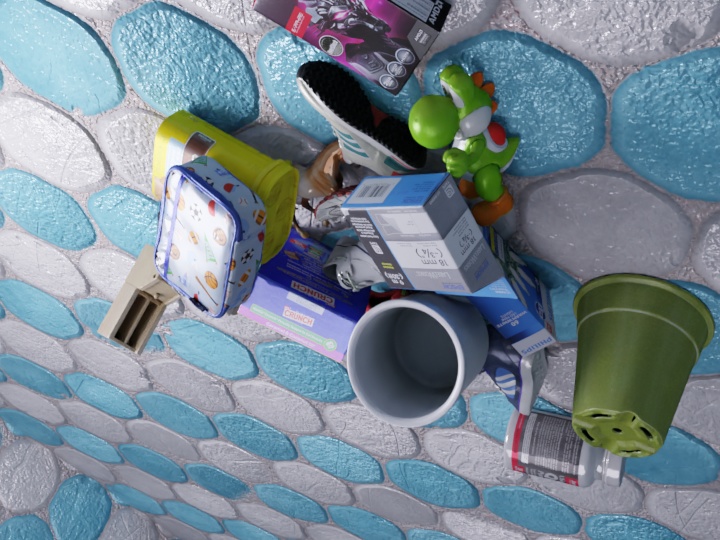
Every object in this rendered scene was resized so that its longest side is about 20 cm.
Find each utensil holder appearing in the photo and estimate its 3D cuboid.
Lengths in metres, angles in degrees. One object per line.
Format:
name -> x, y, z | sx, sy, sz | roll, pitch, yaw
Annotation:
utensil holder -> 0.088, 0.116, 1.358 | 0.167, 0.173, 0.200 | 13, -171, 17

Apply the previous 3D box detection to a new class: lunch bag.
lunch bag -> -0.209, -0.043, 1.279 | 0.159, 0.075, 0.202 | 36, 130, 20

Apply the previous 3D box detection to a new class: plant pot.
plant pot -> 0.368, 0.142, 1.299 | 0.197, 0.192, 0.201 | 16, 147, 11

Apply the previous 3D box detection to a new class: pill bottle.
pill bottle -> 0.352, 0.307, 1.629 | 0.197, 0.112, 0.111 | 9, 146, 23

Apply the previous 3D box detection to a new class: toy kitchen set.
toy kitchen set -> -0.303, 0.086, 1.646 | 0.198, 0.183, 0.163 | 19, 166, 41

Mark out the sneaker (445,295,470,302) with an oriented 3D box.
sneaker -> 0.088, -0.014, 1.379 | 0.198, 0.074, 0.082 | 33, 164, 4

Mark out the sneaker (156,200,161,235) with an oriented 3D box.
sneaker -> -0.246, -0.061, 1.537 | 0.073, 0.083, 0.199 | -32, 142, 22

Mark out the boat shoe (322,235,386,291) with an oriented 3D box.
boat shoe -> 0.000, 0.000, 1.312 | 0.074, 0.067, 0.200 | 44, 172, -14

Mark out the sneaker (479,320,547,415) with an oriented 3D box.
sneaker -> 0.218, 0.147, 1.525 | 0.144, 0.081, 0.201 | 20, 153, 22

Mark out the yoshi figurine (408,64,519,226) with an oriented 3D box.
yoshi figurine -> 0.113, -0.146, 1.127 | 0.111, 0.113, 0.201 | 10, 144, 33

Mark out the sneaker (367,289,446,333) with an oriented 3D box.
sneaker -> 0.081, 0.063, 1.491 | 0.197, 0.078, 0.086 | -1, 131, 31

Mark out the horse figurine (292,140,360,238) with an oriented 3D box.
horse figurine -> -0.063, -0.111, 1.343 | 0.198, 0.050, 0.134 | -2, 129, 44

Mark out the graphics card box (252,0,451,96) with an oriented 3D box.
graphics card box -> -0.013, -0.290, 1.048 | 0.198, 0.051, 0.126 | 29, 148, -9

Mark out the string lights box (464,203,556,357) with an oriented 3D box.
string lights box -> 0.189, 0.016, 1.306 | 0.058, 0.104, 0.200 | -30, 123, 27

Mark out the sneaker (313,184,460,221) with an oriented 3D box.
sneaker -> 0.036, -0.071, 1.246 | 0.196, 0.084, 0.078 | 1, -170, 5

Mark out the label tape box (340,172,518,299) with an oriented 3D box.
label tape box -> 0.085, -0.020, 1.158 | 0.143, 0.064, 0.201 | 3, 135, 48

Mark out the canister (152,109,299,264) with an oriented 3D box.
canister -> -0.193, -0.119, 1.332 | 0.198, 0.086, 0.150 | 30, 132, 18

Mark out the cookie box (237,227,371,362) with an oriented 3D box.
cookie box -> -0.075, 0.029, 1.417 | 0.169, 0.201, 0.076 | 27, 113, -4

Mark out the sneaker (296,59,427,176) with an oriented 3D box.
sneaker -> -0.014, -0.176, 1.197 | 0.198, 0.071, 0.093 | 34, 142, -21
